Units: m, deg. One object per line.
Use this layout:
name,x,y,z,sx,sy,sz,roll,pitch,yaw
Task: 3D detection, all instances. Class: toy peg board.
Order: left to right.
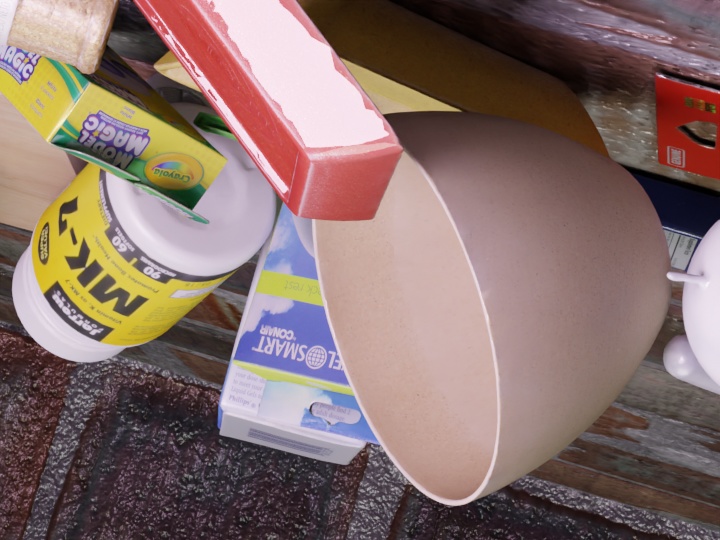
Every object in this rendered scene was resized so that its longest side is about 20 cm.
toy peg board,-0.263,-0.123,1.721,0.200,0.098,0.199,14,155,16

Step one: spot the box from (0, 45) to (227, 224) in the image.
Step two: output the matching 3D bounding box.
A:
box,-0.161,-0.101,1.478,0.117,0.048,0.200,29,-168,-43

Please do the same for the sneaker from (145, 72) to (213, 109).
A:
sneaker,-0.121,-0.088,1.691,0.073,0.071,0.200,22,150,0

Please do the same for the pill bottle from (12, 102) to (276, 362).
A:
pill bottle,-0.145,-0.018,1.632,0.114,0.114,0.200,20,149,-21

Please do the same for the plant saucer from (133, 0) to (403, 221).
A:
plant saucer,-0.060,-0.108,1.173,0.200,0.037,0.200,53,172,4

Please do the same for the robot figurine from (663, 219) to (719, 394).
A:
robot figurine,0.239,0.026,1.282,0.170,0.113,0.200,-27,146,31

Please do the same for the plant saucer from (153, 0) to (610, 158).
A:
plant saucer,0.015,-0.103,1.390,0.200,0.048,0.200,21,170,-28

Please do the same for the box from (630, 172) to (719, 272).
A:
box,0.217,-0.019,1.573,0.200,0.032,0.121,18,172,5

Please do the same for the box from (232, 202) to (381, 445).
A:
box,0.000,0.000,1.553,0.122,0.200,0.048,10,169,35

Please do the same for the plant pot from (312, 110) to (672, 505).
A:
plant pot,0.079,0.004,1.289,0.134,0.200,0.200,-16,-176,-21

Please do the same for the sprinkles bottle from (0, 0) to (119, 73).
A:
sprinkles bottle,-0.229,-0.168,1.377,0.200,0.068,0.068,17,171,-6

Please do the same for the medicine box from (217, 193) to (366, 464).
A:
medicine box,-0.024,0.022,1.733,0.103,0.200,0.182,15,171,-1

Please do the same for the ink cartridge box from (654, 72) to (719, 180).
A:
ink cartridge box,0.239,-0.042,1.363,0.173,0.044,0.200,14,171,10

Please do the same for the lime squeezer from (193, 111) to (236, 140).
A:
lime squeezer,-0.044,-0.082,1.398,0.071,0.038,0.200,49,168,-4
